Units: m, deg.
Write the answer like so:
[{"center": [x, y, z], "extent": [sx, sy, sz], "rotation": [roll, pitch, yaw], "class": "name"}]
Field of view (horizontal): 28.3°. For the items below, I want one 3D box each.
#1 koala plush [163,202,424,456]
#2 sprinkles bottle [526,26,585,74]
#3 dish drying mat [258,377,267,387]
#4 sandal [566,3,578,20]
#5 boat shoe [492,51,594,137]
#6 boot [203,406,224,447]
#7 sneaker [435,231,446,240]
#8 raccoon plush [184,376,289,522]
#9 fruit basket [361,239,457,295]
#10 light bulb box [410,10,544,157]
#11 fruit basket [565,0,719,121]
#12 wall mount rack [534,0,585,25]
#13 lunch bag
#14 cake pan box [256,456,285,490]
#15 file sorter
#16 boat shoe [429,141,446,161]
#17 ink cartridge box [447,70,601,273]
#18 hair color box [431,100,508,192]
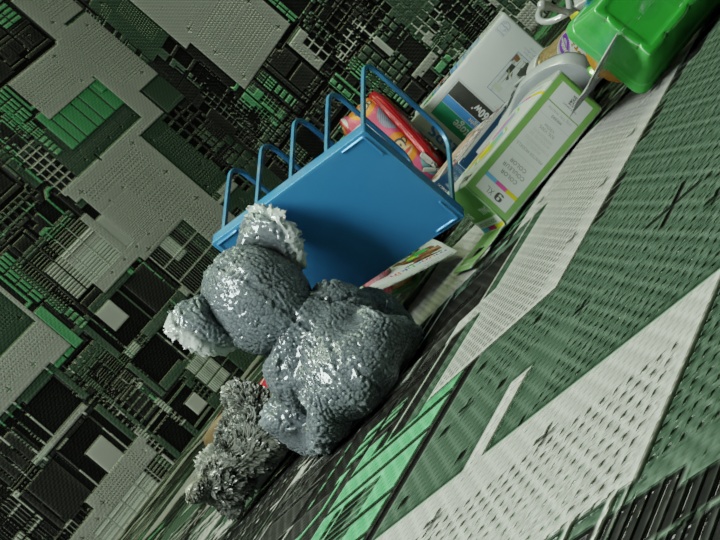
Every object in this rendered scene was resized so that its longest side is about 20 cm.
[{"center": [-0.061, 0.048, 1.295], "extent": [0.178, 0.200, 0.184], "rotation": [-50, 3, -8], "class": "koala plush"}, {"center": [0.245, -0.238, 1.514], "extent": [0.068, 0.068, 0.200], "rotation": [-51, 4, -24], "class": "sprinkles bottle"}, {"center": [-0.089, 0.119, 1.617], "extent": [0.077, 0.018, 0.200], "rotation": [-51, 4, -19], "class": "dish drying mat"}, {"center": [0.321, -0.326, 1.551], "extent": [0.200, 0.079, 0.087], "rotation": [-46, 33, 6], "class": "sandal"}, {"center": [0.196, -0.186, 1.505], "extent": [0.200, 0.071, 0.068], "rotation": [120, 169, -65], "class": "boat shoe"}, {"center": [-0.131, 0.180, 1.861], "extent": [0.200, 0.075, 0.074], "rotation": [-48, 2, 20], "class": "boot"}, {"center": [0.045, -0.057, 1.759], "extent": [0.099, 0.071, 0.200], "rotation": [-49, -22, 4], "class": "sneaker"}, {"center": [-0.114, 0.185, 1.459], "extent": [0.135, 0.096, 0.200], "rotation": [-67, 11, -17], "class": "raccoon plush"}, {"center": [0.000, 0.000, 1.563], "extent": [0.184, 0.094, 0.200], "rotation": [-25, 6, -5], "class": "fruit basket"}, {"center": [0.180, -0.250, 2.025], "extent": [0.200, 0.125, 0.198], "rotation": [-49, 4, 10], "class": "light bulb box"}, {"center": [0.238, -0.221, 1.227], "extent": [0.186, 0.094, 0.200], "rotation": [-50, 0, -2], "class": "fruit basket"}, {"center": [0.251, -0.320, 1.480], "extent": [0.199, 0.075, 0.174], "rotation": [-29, 31, 25], "class": "wall mount rack"}, {"center": [0.065, -0.139, 1.921], "extent": [0.082, 0.176, 0.200], "rotation": [-42, -18, 3], "class": "lunch bag"}, {"center": [-0.075, 0.151, 1.646], "extent": [0.185, 0.052, 0.200], "rotation": [-52, 3, 1], "class": "cake pan box"}, {"center": [-0.022, -0.078, 1.375], "extent": [0.199, 0.139, 0.123], "rotation": [-34, 35, 28], "class": "file sorter"}, {"center": [0.165, -0.228, 2.532], "extent": [0.201, 0.071, 0.091], "rotation": [-57, 4, 1], "class": "boat shoe"}, {"center": [0.140, -0.094, 1.385], "extent": [0.200, 0.059, 0.104], "rotation": [-51, 4, -6], "class": "ink cartridge box"}, {"center": [0.144, -0.129, 1.721], "extent": [0.100, 0.060, 0.200], "rotation": [-50, 3, -11], "class": "hair color box"}]
